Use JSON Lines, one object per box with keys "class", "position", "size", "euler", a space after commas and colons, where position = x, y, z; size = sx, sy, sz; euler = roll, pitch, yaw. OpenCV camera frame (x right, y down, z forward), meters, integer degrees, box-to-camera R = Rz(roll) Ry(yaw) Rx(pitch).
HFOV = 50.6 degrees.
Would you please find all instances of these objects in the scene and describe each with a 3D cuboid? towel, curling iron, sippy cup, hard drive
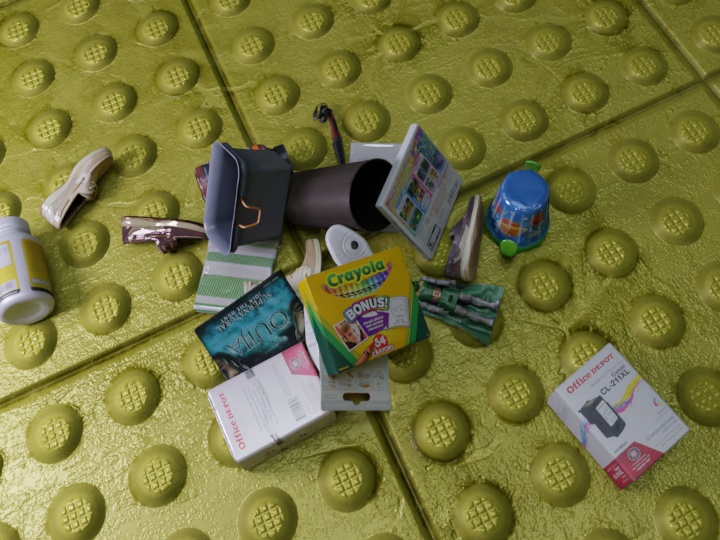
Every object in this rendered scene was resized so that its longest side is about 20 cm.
{"class": "towel", "position": [-0.250, -0.003, 1.555], "size": [0.148, 0.024, 0.205], "euler": [6, 64, 5]}
{"class": "curling iron", "position": [-0.061, -0.284, 1.671], "size": [0.048, 0.026, 0.204], "euler": [-14, 64, -11]}
{"class": "sippy cup", "position": [0.320, -0.128, 1.519], "size": [0.136, 0.131, 0.182], "euler": [-15, 64, -4]}
{"class": "hard drive", "position": [0.037, -0.178, 1.616], "size": [0.128, 0.026, 0.205], "euler": [2, 65, 4]}

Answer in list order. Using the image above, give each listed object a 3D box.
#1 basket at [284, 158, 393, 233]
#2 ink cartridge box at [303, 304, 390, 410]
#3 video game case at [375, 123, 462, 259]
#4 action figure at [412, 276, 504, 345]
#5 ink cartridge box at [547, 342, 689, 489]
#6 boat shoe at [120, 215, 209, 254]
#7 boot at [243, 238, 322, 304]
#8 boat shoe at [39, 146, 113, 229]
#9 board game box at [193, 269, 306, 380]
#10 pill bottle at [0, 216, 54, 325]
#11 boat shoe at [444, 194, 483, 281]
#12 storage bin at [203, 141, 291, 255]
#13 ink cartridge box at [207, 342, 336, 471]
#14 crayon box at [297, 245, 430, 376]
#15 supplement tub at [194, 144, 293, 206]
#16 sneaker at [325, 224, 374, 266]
{"class": "basket", "position": [-0.046, -0.146, 1.514], "size": [0.196, 0.140, 0.179], "euler": [2, 18, 37]}
{"class": "ink cartridge box", "position": [-0.023, 0.159, 1.415], "size": [0.157, 0.047, 0.206], "euler": [7, 72, -34]}
{"class": "video game case", "position": [0.122, -0.157, 1.531], "size": [0.023, 0.182, 0.203], "euler": [0, 57, 45]}
{"class": "action figure", "position": [0.171, 0.058, 1.487], "size": [0.195, 0.055, 0.121], "euler": [16, 69, 15]}
{"class": "ink cartridge box", "position": [0.454, 0.257, 1.358], "size": [0.144, 0.083, 0.201], "euler": [-35, 68, -12]}
{"class": "boat shoe", "position": [-0.401, -0.070, 1.577], "size": [0.194, 0.072, 0.074], "euler": [5, 95, 2]}
{"class": "boot", "position": [-0.154, 0.025, 1.495], "size": [0.150, 0.072, 0.205], "euler": [7, 70, -5]}
{"class": "boat shoe", "position": [-0.594, -0.176, 1.631], "size": [0.064, 0.072, 0.201], "euler": [37, 74, 9]}
{"class": "board game box", "position": [-0.195, 0.111, 1.432], "size": [0.198, 0.028, 0.137], "euler": [-34, 98, 4]}
{"class": "pill bottle", "position": [-0.688, -0.002, 1.528], "size": [0.110, 0.113, 0.203], "euler": [-21, 65, -7]}
{"class": "boat shoe", "position": [0.208, -0.069, 1.530], "size": [0.063, 0.072, 0.204], "euler": [0, 58, 21]}
{"class": "storage bin", "position": [-0.213, -0.142, 1.494], "size": [0.132, 0.204, 0.145], "euler": [-10, 35, -35]}
{"class": "ink cartridge box", "position": [-0.161, 0.249, 1.396], "size": [0.196, 0.083, 0.148], "euler": [-26, 66, -10]}
{"class": "crayon box", "position": [0.007, 0.071, 1.371], "size": [0.196, 0.058, 0.177], "euler": [-18, 86, -23]}
{"class": "supplement tub", "position": [-0.241, -0.197, 1.598], "size": [0.196, 0.108, 0.109], "euler": [-20, 65, -7]}
{"class": "sneaker", "position": [0.000, 0.000, 1.479], "size": [0.199, 0.112, 0.073], "euler": [43, 74, -6]}
